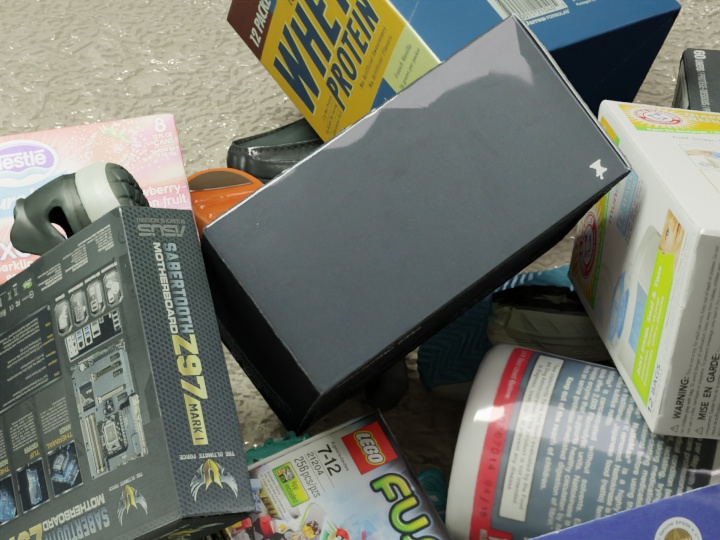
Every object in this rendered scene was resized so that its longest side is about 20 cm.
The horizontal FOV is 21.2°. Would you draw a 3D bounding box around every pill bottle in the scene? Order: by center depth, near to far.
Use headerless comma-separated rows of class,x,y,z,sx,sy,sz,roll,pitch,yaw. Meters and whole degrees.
pill bottle,0.154,0.115,1.011,0.199,0.120,0.120,11,41,13

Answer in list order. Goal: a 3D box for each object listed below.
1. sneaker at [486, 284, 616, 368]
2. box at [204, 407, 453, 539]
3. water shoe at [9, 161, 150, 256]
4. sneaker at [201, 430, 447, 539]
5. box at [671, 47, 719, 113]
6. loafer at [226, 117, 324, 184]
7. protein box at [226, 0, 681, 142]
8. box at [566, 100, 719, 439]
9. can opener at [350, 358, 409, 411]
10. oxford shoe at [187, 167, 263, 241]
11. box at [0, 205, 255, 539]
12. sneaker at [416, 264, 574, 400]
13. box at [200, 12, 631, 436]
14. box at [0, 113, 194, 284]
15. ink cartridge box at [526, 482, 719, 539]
sneaker,0.167,0.061,1.112,0.199,0.087,0.078,7,15,-4
box,0.008,0.180,0.973,0.110,0.035,0.200,-23,72,-24
water shoe,-0.134,0.030,1.091,0.079,0.201,0.072,-18,27,6
sneaker,-0.047,0.126,1.047,0.199,0.078,0.080,11,72,-6
box,0.310,-0.067,1.292,0.199,0.106,0.123,5,41,-1
loafer,-0.001,-0.104,1.323,0.200,0.071,0.068,-15,22,-22
protein box,0.057,-0.168,1.254,0.198,0.135,0.200,-21,60,-33
box,0.185,-0.004,1.001,0.101,0.113,0.200,5,23,-9
can opener,0.000,0.000,1.215,0.052,0.067,0.201,19,41,-22
oxford shoe,-0.052,0.016,1.185,0.071,0.073,0.200,-13,40,-22
box,-0.144,0.075,0.980,0.051,0.200,0.158,2,68,-42
sneaker,0.132,0.039,1.182,0.199,0.081,0.077,-21,45,1
box,0.020,-0.019,1.026,0.200,0.182,0.104,-36,86,-13
box,-0.205,-0.024,1.168,0.199,0.103,0.095,-9,76,-12
ink cartridge box,0.120,0.220,0.897,0.199,0.201,0.041,-14,2,-20
